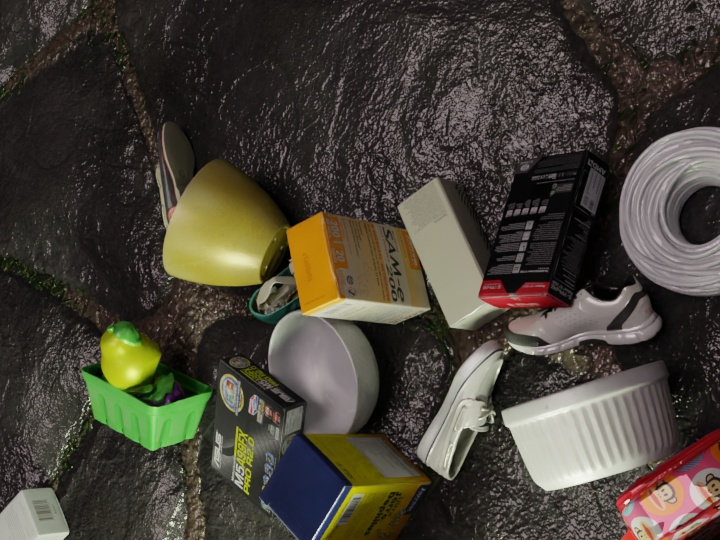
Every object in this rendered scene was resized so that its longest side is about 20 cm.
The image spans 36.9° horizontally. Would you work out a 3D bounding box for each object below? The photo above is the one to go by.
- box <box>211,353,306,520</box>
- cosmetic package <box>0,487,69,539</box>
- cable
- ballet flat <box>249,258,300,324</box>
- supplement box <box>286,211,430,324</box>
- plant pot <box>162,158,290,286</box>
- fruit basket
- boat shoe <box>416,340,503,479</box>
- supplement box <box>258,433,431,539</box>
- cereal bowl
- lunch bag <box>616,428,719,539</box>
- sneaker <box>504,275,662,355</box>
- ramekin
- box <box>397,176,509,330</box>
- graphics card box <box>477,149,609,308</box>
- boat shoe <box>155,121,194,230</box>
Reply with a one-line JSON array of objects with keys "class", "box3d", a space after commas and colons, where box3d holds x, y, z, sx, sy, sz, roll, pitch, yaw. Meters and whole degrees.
[{"class": "box", "box3d": [-0.156, 0.249, 1.623, 0.160, 0.044, 0.200, 31, 123, 39]}, {"class": "cosmetic package", "box3d": [-0.627, 0.497, 1.974, 0.200, 0.074, 0.102, -45, 59, 25]}, {"class": "cable", "box3d": [0.408, -0.069, 1.278, 0.200, 0.069, 0.201, -15, 73, 35]}, {"class": "ballet flat", "box3d": [-0.097, 0.016, 1.646, 0.200, 0.070, 0.067, -40, 61, 25]}, {"class": "supplement box", "box3d": [0.000, 0.000, 1.493, 0.073, 0.200, 0.126, -25, 70, 36]}, {"class": "plant pot", "box3d": [-0.193, -0.054, 1.675, 0.142, 0.200, 0.200, 26, 99, 13]}, {"class": "fruit basket", "box3d": [-0.357, 0.170, 1.765, 0.215, 0.155, 0.216, 8, 103, 40]}, {"class": "boat shoe", "box3d": [0.146, 0.189, 1.435, 0.066, 0.072, 0.200, 38, 107, 30]}, {"class": "supplement box", "box3d": [-0.018, 0.296, 1.459, 0.109, 0.200, 0.110, 40, 107, 35]}, {"class": "cereal bowl", "box3d": [-0.042, 0.146, 1.559, 0.200, 0.083, 0.201, 17, 113, 46]}, {"class": "lunch bag", "box3d": [0.356, 0.254, 1.170, 0.176, 0.200, 0.082, -37, 62, 7]}, {"class": "sneaker", "box3d": [0.270, 0.052, 1.346, 0.200, 0.074, 0.080, -13, 114, 29]}, {"class": "ramekin", "box3d": [0.276, 0.184, 1.263, 0.200, 0.200, 0.105, -24, 78, 32]}, {"class": "box", "box3d": [0.131, -0.023, 1.480, 0.082, 0.068, 0.200, -34, 64, 29]}, {"class": "graphics card box", "box3d": [0.232, -0.050, 1.368, 0.125, 0.051, 0.200, -5, 63, 54]}, {"class": "boat shoe", "box3d": [-0.321, -0.157, 1.849, 0.062, 0.071, 0.201, -25, 73, 35]}]
